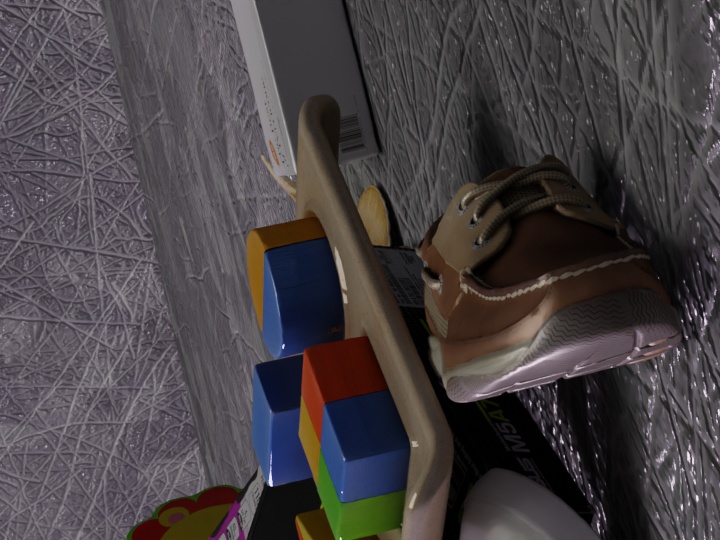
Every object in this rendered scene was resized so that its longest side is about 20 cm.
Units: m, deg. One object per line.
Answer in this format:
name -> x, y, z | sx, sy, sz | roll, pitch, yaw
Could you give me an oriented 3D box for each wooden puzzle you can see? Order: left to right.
wooden puzzle -> -0.012, 0.062, 0.870 | 0.186, 0.046, 0.201 | 94, 164, -49

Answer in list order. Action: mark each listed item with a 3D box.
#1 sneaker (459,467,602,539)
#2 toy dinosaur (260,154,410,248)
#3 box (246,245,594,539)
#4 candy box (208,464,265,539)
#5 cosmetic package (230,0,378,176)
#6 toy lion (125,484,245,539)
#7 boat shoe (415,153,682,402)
sneaker -> 0.065, 0.169, 0.827 | 0.073, 0.085, 0.201 | 18, 137, 40
toy dinosaur -> 0.000, 0.000, 1.187 | 0.200, 0.058, 0.102 | -140, 50, -63
box -> 0.016, 0.121, 0.967 | 0.200, 0.047, 0.194 | 58, 135, 50
candy box -> -0.003, 0.145, 1.117 | 0.200, 0.061, 0.137 | -56, 44, 44
cosmetic package -> -0.043, -0.152, 1.161 | 0.083, 0.050, 0.202 | -165, 61, -81
toy lion -> -0.062, 0.202, 1.410 | 0.200, 0.190, 0.069 | -119, 16, -58
boat shoe -> 0.052, 0.001, 0.722 | 0.200, 0.075, 0.072 | 168, 90, -80
